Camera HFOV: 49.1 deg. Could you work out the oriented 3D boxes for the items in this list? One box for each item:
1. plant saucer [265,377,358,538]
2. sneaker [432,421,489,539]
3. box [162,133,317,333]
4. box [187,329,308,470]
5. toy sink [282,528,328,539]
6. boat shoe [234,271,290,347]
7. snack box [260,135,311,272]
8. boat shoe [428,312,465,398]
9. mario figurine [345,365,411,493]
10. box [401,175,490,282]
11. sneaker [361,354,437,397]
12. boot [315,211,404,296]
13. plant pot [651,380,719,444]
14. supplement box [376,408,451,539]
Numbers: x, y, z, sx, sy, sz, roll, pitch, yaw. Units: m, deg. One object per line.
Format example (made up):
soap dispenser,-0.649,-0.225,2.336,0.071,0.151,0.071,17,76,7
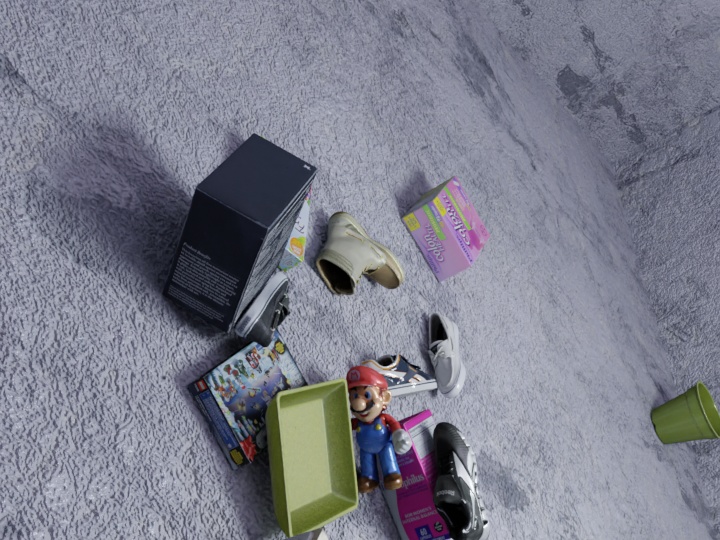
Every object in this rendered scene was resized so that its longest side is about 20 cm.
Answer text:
plant saucer,-0.078,0.273,1.170,0.199,0.047,0.205,2,81,-62
sneaker,0.153,0.349,1.293,0.090,0.066,0.204,9,62,-53
box,-0.174,-0.060,1.153,0.122,0.200,0.201,29,34,1
box,-0.155,0.183,1.175,0.139,0.039,0.200,62,30,-4
toy sink,-0.087,0.417,1.015,0.202,0.129,0.112,54,32,-11
boat shoe,-0.141,0.063,1.228,0.056,0.069,0.200,35,21,-3
snack box,-0.154,-0.119,1.393,0.142,0.052,0.203,38,39,-33
boat shoe,0.173,0.172,1.651,0.065,0.071,0.203,36,39,-29
mario figurine,0.009,0.258,1.286,0.121,0.106,0.205,-10,86,-18
box,0.208,-0.103,1.886,0.178,0.096,0.200,58,32,-8
sneaker,0.074,0.196,1.473,0.198,0.077,0.081,6,67,-53
boot,0.000,0.000,1.519,0.200,0.072,0.156,44,35,-20
plant pot,1.103,0.504,2.683,0.199,0.188,0.204,34,41,-37
supplement box,0.100,0.360,1.366,0.103,0.100,0.204,-10,75,-56
